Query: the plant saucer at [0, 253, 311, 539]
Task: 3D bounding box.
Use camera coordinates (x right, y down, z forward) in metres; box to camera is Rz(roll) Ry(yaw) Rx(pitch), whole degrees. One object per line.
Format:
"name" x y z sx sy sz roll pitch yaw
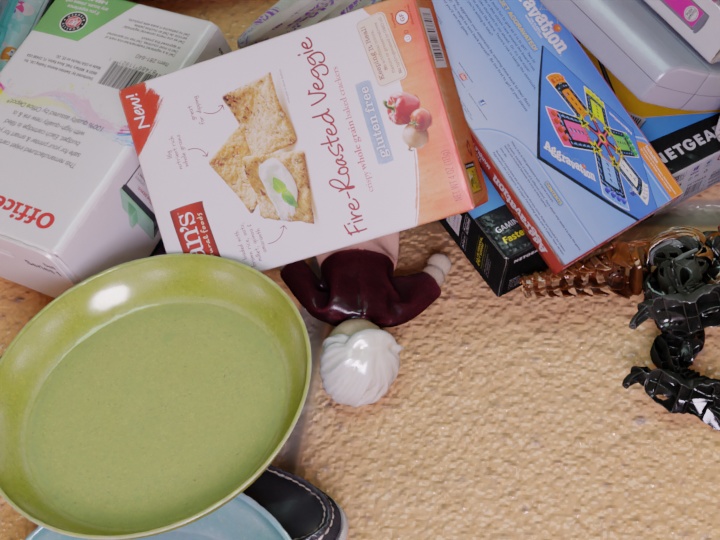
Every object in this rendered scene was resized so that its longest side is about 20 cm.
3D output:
"plant saucer" -0.122 0.075 0.899 0.199 0.031 0.201 -8 49 9

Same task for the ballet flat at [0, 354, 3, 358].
"ballet flat" -0.149 0.069 0.999 0.199 0.046 0.068 -11 80 8

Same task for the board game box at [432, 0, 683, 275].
"board game box" 0.108 -0.105 0.981 0.103 0.019 0.201 -30 80 -20

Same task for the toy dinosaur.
"toy dinosaur" 0.206 0.019 0.960 0.199 0.102 0.136 -16 31 21

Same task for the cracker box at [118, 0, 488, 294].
"cracker box" -0.036 -0.077 0.955 0.199 0.135 0.058 -16 3 17

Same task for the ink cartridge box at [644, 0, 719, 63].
"ink cartridge box" 0.185 -0.217 1.019 0.200 0.037 0.095 45 31 15

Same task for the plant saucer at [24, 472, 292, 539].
"plant saucer" -0.115 0.212 0.853 0.199 0.036 0.201 -5 62 9

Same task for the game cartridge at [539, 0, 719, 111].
"game cartridge" 0.204 -0.164 1.035 0.133 0.042 0.200 44 30 18

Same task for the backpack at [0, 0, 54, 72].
"backpack" -0.330 -0.162 1.163 0.199 0.151 0.178 0 51 17

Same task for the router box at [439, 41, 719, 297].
"router box" 0.133 -0.088 1.040 0.199 0.051 0.149 -26 62 -20

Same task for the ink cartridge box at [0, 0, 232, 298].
"ink cartridge box" -0.189 -0.085 1.063 0.144 0.084 0.201 18 65 30

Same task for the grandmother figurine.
"grandmother figurine" 0.000 0.000 1.019 0.120 0.061 0.201 0 52 1

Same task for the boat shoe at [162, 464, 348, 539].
"boat shoe" -0.104 0.128 0.925 0.199 0.061 0.074 15 56 22

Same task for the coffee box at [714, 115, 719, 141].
"coffee box" 0.369 -0.121 0.928 0.199 0.199 0.200 -15 47 -24

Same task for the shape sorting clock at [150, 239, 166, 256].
"shape sorting clock" -0.136 -0.064 1.108 0.199 0.039 0.201 -5 49 6

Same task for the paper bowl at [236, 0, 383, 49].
"paper bowl" 0.018 -0.182 1.100 0.200 0.105 0.201 -34 13 9
